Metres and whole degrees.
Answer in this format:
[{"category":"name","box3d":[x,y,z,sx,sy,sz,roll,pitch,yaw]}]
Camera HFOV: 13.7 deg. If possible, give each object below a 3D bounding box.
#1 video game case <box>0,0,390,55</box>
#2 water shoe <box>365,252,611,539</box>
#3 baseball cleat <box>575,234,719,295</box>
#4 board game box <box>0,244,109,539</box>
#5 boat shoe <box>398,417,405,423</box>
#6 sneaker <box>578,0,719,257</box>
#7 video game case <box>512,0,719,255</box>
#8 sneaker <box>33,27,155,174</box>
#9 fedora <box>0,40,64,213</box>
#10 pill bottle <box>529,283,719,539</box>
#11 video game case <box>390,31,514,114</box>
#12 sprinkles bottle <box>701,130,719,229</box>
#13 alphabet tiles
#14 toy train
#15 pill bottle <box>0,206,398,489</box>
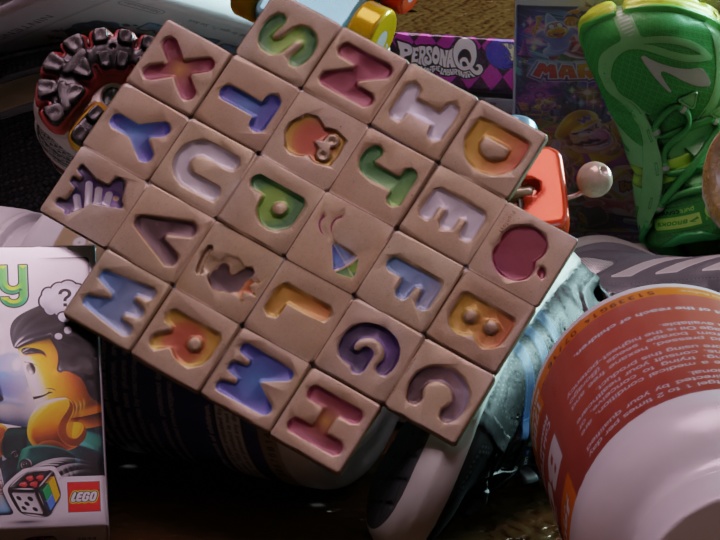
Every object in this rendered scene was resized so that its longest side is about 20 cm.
[{"category":"video game case","box3d":[-0.118,-0.103,1.457,0.182,0.024,0.200,-18,-20,42]},{"category":"water shoe","box3d":[0.070,0.060,1.259,0.079,0.072,0.200,37,42,-3]},{"category":"baseball cleat","box3d":[0.147,0.028,1.404,0.106,0.070,0.200,-22,18,-40]},{"category":"board game box","box3d":[-0.203,0.054,1.204,0.200,0.126,0.035,-2,-27,-8]},{"category":"boat shoe","box3d":[0.000,0.000,1.409,0.072,0.066,0.200,-3,29,-24]},{"category":"sneaker","box3d":[0.164,-0.057,1.469,0.074,0.200,0.084,-16,43,17]},{"category":"video game case","box3d":[0.149,-0.075,1.531,0.143,0.200,0.018,2,51,4]},{"category":"sneaker","box3d":[-0.051,-0.051,1.352,0.200,0.078,0.082,19,-22,-5]},{"category":"fedora","box3d":[-0.136,-0.025,1.438,0.200,0.201,0.092,-1,59,-7]},{"category":"pill bottle","box3d":[0.128,0.085,1.120,0.112,0.112,0.200,0,17,-3]},{"category":"video game case","box3d":[0.040,-0.090,1.653,0.181,0.036,0.200,3,-11,-2]},{"category":"sprinkles bottle","box3d":[0.249,-0.032,1.480,0.068,0.068,0.200,17,4,41]},{"category":"alphabet tiles","box3d":[-0.022,-0.018,1.216,0.200,0.167,0.006,29,-16,14]},{"category":"toy train","box3d":[0.020,-0.072,1.282,0.150,0.056,0.200,-8,58,-5]},{"category":"pill bottle","box3d":[-0.087,0.025,1.303,0.200,0.111,0.111,9,19,25]}]
